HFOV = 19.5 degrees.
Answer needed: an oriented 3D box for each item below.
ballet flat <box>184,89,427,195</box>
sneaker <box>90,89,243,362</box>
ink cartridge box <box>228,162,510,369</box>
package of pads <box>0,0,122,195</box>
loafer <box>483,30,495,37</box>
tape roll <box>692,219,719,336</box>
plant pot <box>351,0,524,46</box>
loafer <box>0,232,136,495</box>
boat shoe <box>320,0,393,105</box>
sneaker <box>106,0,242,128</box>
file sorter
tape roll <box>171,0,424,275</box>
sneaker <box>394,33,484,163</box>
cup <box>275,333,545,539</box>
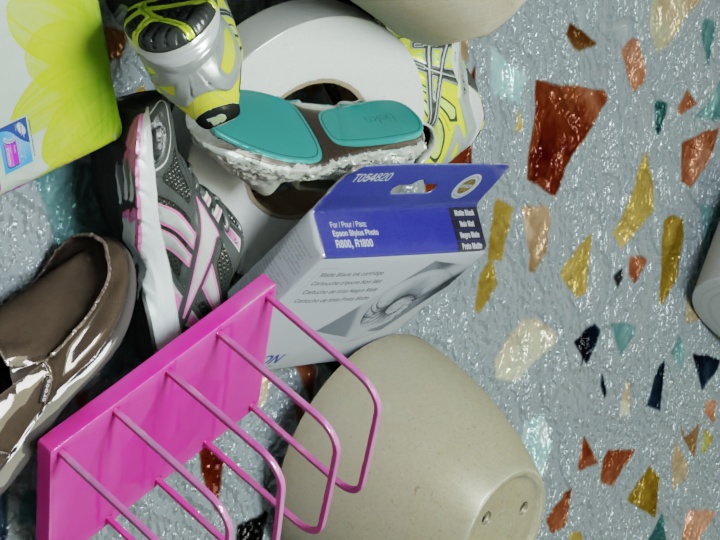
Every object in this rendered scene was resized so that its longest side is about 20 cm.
[{"bbox_3d":[-0.040,-0.077,1.406,0.199,0.071,0.073,-1,97,-40],"label":"ballet flat"},{"bbox_3d":[-0.121,-0.033,1.387,0.086,0.080,0.201,-20,128,-23],"label":"sneaker"},{"bbox_3d":[0.000,0.000,1.495,0.199,0.200,0.041,-5,57,-51],"label":"ink cartridge box"},{"bbox_3d":[-0.225,-0.150,1.258,0.154,0.068,0.202,-32,121,-45],"label":"package of pads"},{"bbox_3d":[0.037,-0.251,1.516,0.075,0.068,0.201,-37,89,-9],"label":"loafer"},{"bbox_3d":[0.438,-0.001,2.042,0.203,0.201,0.140,47,60,-45],"label":"tape roll"},{"bbox_3d":[0.034,-0.241,1.370,0.183,0.199,0.202,40,64,-65],"label":"plant pot"},{"bbox_3d":[-0.209,0.051,1.309,0.071,0.073,0.201,54,54,-41],"label":"loafer"},{"bbox_3d":[-0.009,-0.164,1.525,0.064,0.070,0.201,-92,159,-61],"label":"boat shoe"},{"bbox_3d":[-0.114,-0.148,1.325,0.200,0.075,0.077,-100,169,-65],"label":"sneaker"},{"bbox_3d":[-0.096,0.132,1.364,0.200,0.125,0.140,-37,155,-32],"label":"file sorter"},{"bbox_3d":[-0.045,-0.090,1.465,0.201,0.037,0.204,-21,130,-27],"label":"tape roll"},{"bbox_3d":[0.038,-0.158,1.596,0.077,0.075,0.201,-53,132,-33],"label":"sneaker"},{"bbox_3d":[0.054,0.167,1.580,0.200,0.143,0.202,-30,131,-40],"label":"cup"}]
